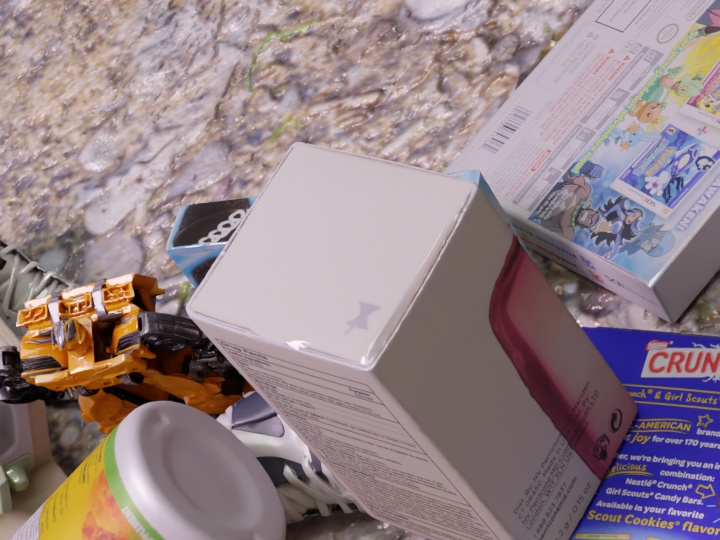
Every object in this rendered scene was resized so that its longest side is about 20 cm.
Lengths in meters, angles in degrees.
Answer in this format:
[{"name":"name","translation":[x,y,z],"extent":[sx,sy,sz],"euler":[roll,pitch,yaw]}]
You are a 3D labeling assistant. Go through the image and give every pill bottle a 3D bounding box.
[{"name":"pill bottle","translation":[-0.142,0.174,1.345],"extent":[0.200,0.111,0.111],"euler":[-46,39,25]}]

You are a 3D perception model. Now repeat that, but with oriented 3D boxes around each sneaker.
[{"name":"sneaker","translation":[-0.228,0.014,1.560],"extent":[0.200,0.116,0.076],"euler":[18,64,39]},{"name":"sneaker","translation":[-0.008,0.116,1.369],"extent":[0.199,0.080,0.130],"euler":[-36,43,-4]}]

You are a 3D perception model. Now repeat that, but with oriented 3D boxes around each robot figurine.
[{"name":"robot figurine","translation":[-0.123,0.053,1.405],"extent":[0.144,0.200,0.059],"euler":[-14,68,20]}]

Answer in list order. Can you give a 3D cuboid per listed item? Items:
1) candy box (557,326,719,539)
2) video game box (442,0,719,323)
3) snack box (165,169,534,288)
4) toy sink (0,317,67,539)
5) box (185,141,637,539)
[{"name":"candy box","translation":[0.166,0.133,1.253],"extent":[0.168,0.077,0.201],"euler":[4,57,35]},{"name":"video game box","translation":[0.175,-0.085,1.453],"extent":[0.200,0.047,0.182],"euler":[-48,44,-12]},{"name":"snack box","translation":[0.000,0.000,1.435],"extent":[0.199,0.116,0.037],"euler":[-6,51,27]},{"name":"toy sink","translation":[-0.265,0.086,1.470],"extent":[0.130,0.112,0.200],"euler":[-27,55,-23]},{"name":"box","translation":[0.030,0.045,1.217],"extent":[0.127,0.200,0.109],"euler":[15,65,40]}]
